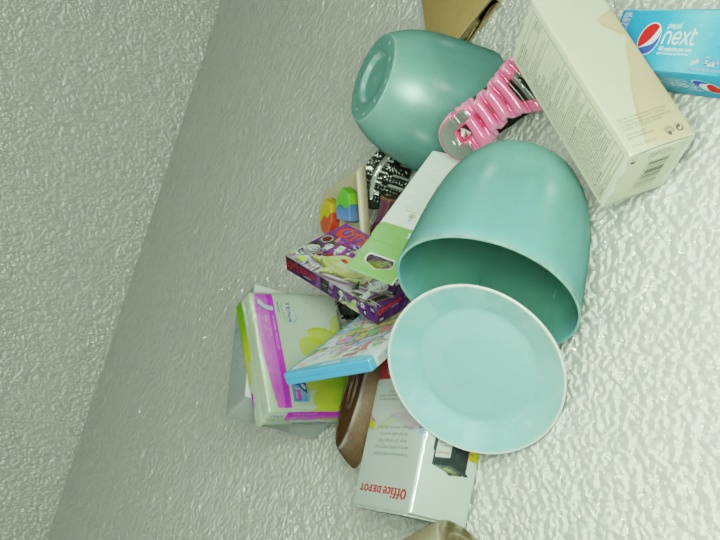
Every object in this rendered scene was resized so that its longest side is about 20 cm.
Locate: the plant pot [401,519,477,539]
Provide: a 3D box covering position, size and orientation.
[{"bbox_3d":[0.059,0.355,0.970,0.174,0.199,0.201,-46,30,13],"label":"plant pot"}]

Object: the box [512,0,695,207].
[{"bbox_3d":[0.236,-0.177,0.958,0.095,0.077,0.202,102,147,-63],"label":"box"}]

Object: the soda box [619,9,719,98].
[{"bbox_3d":[0.325,-0.210,0.928,0.065,0.067,0.200,-67,24,7],"label":"soda box"}]

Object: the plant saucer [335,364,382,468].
[{"bbox_3d":[0.003,0.166,1.310,0.200,0.034,0.204,-163,89,-85],"label":"plant saucer"}]

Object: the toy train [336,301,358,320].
[{"bbox_3d":[0.019,0.054,1.417,0.199,0.045,0.035,-4,107,67],"label":"toy train"}]

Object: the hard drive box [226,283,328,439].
[{"bbox_3d":[-0.121,0.144,1.513,0.077,0.154,0.203,-43,37,45],"label":"hard drive box"}]

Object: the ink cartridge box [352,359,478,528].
[{"bbox_3d":[0.074,0.195,1.148,0.145,0.082,0.204,-14,60,61],"label":"ink cartridge box"}]

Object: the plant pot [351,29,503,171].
[{"bbox_3d":[0.084,-0.242,1.346,0.201,0.159,0.204,-45,36,45],"label":"plant pot"}]

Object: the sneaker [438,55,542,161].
[{"bbox_3d":[0.188,-0.217,1.204,0.198,0.080,0.095,-32,3,25],"label":"sneaker"}]

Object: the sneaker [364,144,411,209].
[{"bbox_3d":[0.053,-0.191,1.510,0.080,0.073,0.203,-145,79,-82],"label":"sneaker"}]

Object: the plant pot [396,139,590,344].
[{"bbox_3d":[0.155,-0.038,1.025,0.200,0.199,0.163,-30,32,55],"label":"plant pot"}]

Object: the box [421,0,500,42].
[{"bbox_3d":[0.153,-0.424,1.501,0.164,0.021,0.203,-48,32,41],"label":"box"}]

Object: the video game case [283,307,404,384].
[{"bbox_3d":[0.010,0.087,1.233,0.141,0.018,0.199,-14,14,37],"label":"video game case"}]

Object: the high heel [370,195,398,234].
[{"bbox_3d":[0.070,-0.042,1.375,0.200,0.066,0.098,-137,52,-66],"label":"high heel"}]

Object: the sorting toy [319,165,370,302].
[{"bbox_3d":[-0.028,-0.051,1.510,0.200,0.036,0.189,153,114,-69],"label":"sorting toy"}]

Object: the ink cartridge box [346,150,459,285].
[{"bbox_3d":[0.083,-0.054,1.230,0.201,0.059,0.103,-53,37,-13],"label":"ink cartridge box"}]

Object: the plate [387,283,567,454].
[{"bbox_3d":[0.124,0.103,1.021,0.201,0.199,0.026,-53,-5,33],"label":"plate"}]

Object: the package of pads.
[{"bbox_3d":[-0.094,0.131,1.435,0.068,0.152,0.203,-47,48,48],"label":"package of pads"}]

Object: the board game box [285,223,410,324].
[{"bbox_3d":[0.000,0.000,1.332,0.199,0.119,0.033,28,132,41],"label":"board game box"}]
